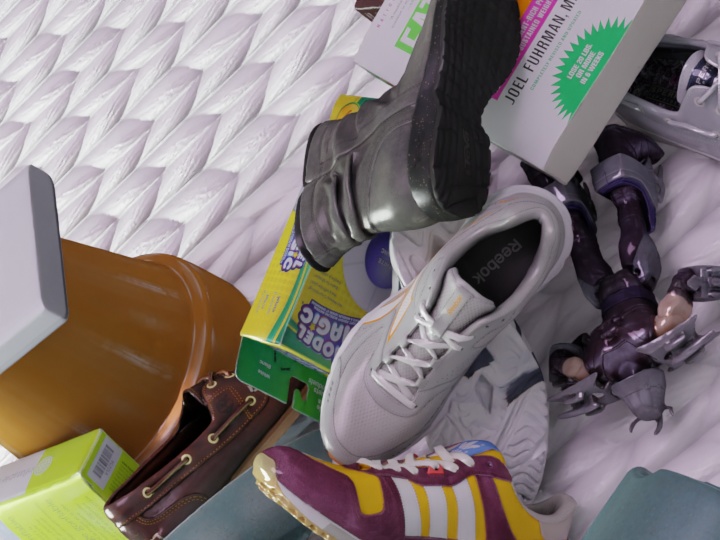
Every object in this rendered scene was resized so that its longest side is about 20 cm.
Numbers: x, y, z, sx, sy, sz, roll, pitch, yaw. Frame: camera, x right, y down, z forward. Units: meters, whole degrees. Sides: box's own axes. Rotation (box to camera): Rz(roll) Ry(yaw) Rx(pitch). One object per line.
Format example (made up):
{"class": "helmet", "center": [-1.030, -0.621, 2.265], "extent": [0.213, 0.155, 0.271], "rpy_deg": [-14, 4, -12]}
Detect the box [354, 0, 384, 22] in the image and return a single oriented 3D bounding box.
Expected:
{"class": "box", "center": [0.098, -0.207, 1.474], "extent": [0.200, 0.075, 0.100], "rpy_deg": [4, 69, 45]}

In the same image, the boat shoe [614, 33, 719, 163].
{"class": "boat shoe", "center": [0.213, -0.106, 1.291], "extent": [0.200, 0.068, 0.072], "rpy_deg": [30, 89, 51]}

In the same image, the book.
{"class": "book", "center": [0.094, -0.147, 1.354], "extent": [0.200, 0.048, 0.134], "rpy_deg": [33, 92, 47]}

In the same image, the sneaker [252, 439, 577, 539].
{"class": "sneaker", "center": [0.032, 0.126, 1.237], "extent": [0.090, 0.200, 0.075], "rpy_deg": [-61, 29, 0]}

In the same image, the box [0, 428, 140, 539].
{"class": "box", "center": [-0.212, 0.186, 1.504], "extent": [0.200, 0.122, 0.048], "rpy_deg": [-21, 32, 39]}

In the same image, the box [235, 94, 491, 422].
{"class": "box", "center": [0.000, 0.000, 1.410], "extent": [0.048, 0.117, 0.200], "rpy_deg": [12, 76, 50]}

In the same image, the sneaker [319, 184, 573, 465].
{"class": "sneaker", "center": [0.043, 0.030, 1.241], "extent": [0.200, 0.076, 0.092], "rpy_deg": [-52, -3, 3]}

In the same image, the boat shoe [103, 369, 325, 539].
{"class": "boat shoe", "center": [-0.089, 0.102, 1.434], "extent": [0.200, 0.070, 0.070], "rpy_deg": [-53, 10, -25]}

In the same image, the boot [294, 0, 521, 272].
{"class": "boot", "center": [0.020, -0.100, 1.307], "extent": [0.131, 0.068, 0.200], "rpy_deg": [-16, 49, 40]}

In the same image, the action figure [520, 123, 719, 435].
{"class": "action figure", "center": [0.157, 0.009, 1.285], "extent": [0.130, 0.069, 0.200], "rpy_deg": [-26, 53, 24]}

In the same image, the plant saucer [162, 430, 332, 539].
{"class": "plant saucer", "center": [-0.082, 0.180, 1.360], "extent": [0.039, 0.201, 0.201], "rpy_deg": [47, 105, 12]}

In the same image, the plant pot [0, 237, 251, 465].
{"class": "plant pot", "center": [-0.203, 0.061, 1.530], "extent": [0.200, 0.183, 0.200], "rpy_deg": [-25, 51, 34]}

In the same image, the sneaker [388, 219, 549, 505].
{"class": "sneaker", "center": [0.065, 0.056, 1.352], "extent": [0.079, 0.130, 0.199], "rpy_deg": [-21, 87, 1]}

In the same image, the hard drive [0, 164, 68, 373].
{"class": "hard drive", "center": [-0.275, 0.035, 1.457], "extent": [0.200, 0.027, 0.132], "rpy_deg": [-37, 44, 25]}

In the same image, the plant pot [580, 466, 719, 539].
{"class": "plant pot", "center": [0.152, 0.216, 1.074], "extent": [0.200, 0.200, 0.196], "rpy_deg": [18, 72, 50]}
